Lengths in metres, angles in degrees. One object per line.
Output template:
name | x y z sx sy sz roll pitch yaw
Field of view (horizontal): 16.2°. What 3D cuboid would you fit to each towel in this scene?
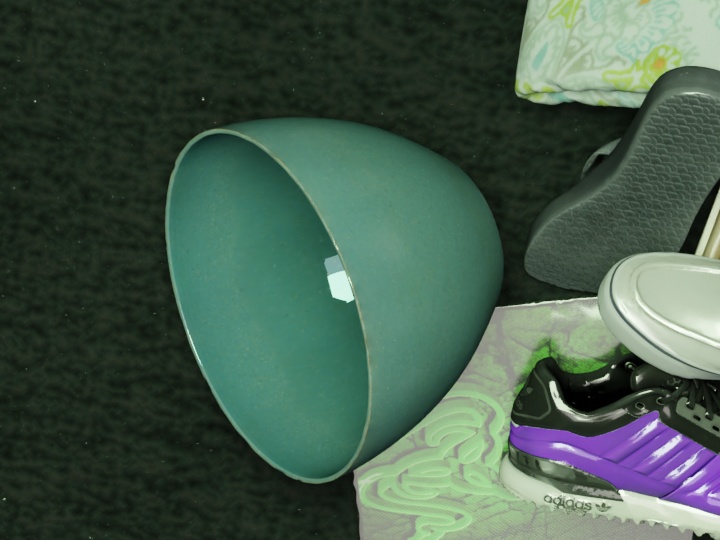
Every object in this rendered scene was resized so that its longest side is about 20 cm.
towel | 0.186 -0.173 1.384 0.199 0.048 0.173 5 74 31

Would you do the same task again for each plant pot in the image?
plant pot | 0.000 0.000 1.405 0.134 0.200 0.202 -20 92 -30

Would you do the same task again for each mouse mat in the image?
mouse mat | 0.091 0.099 1.480 0.198 0.008 0.162 -6 93 6

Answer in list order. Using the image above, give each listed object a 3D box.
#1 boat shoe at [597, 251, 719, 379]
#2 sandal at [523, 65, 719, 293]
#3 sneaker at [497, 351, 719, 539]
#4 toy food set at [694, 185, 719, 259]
boat shoe | 0.229 0.032 1.376 0.199 0.066 0.072 23 64 2
sandal | 0.157 -0.049 1.400 0.076 0.200 0.043 23 50 -15
sneaker | 0.181 0.089 1.421 0.198 0.070 0.100 6 112 -1
toy food set | 0.270 -0.020 1.431 0.142 0.060 0.201 21 94 3
